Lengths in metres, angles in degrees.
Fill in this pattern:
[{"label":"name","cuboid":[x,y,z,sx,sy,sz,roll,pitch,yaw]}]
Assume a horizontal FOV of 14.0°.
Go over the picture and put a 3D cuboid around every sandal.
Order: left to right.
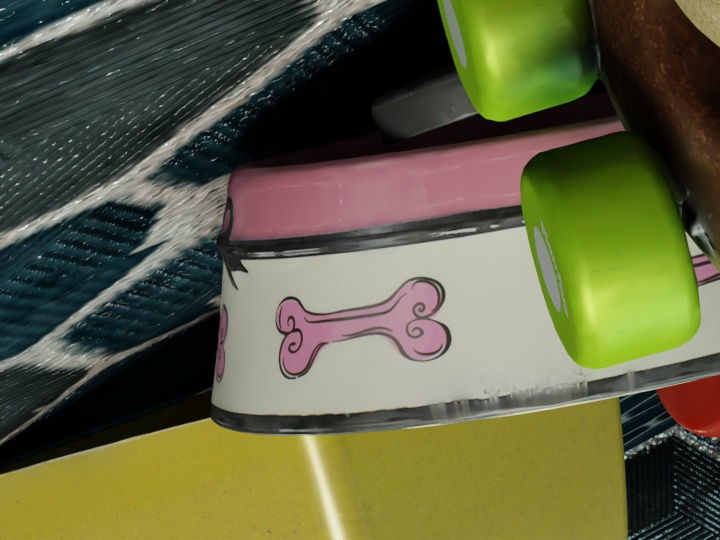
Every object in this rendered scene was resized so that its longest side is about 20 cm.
[{"label":"sandal","cuboid":[0.084,-0.068,0.845,0.200,0.045,0.075,-32,-173,-36]}]

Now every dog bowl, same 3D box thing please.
[{"label":"dog bowl","cuboid":[0.049,-0.008,0.855,0.200,0.074,0.200,-10,-176,1]}]

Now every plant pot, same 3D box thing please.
[{"label":"plant pot","cuboid":[-0.007,0.127,1.153,0.200,0.177,0.200,-16,-178,39]}]

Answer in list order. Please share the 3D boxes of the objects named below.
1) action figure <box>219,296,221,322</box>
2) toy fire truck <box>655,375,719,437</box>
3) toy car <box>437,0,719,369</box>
[{"label":"action figure","cuboid":[0.000,0.000,1.012,0.118,0.055,0.200,-30,171,17]},{"label":"toy fire truck","cuboid":[0.168,-0.042,0.973,0.112,0.168,0.200,-1,158,-28]},{"label":"toy car","cuboid":[0.104,-0.095,0.666,0.164,0.158,0.200,-16,145,-4]}]
